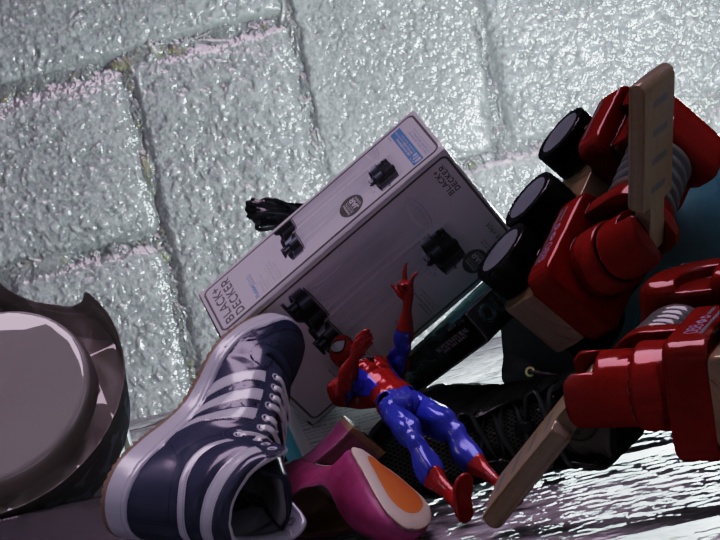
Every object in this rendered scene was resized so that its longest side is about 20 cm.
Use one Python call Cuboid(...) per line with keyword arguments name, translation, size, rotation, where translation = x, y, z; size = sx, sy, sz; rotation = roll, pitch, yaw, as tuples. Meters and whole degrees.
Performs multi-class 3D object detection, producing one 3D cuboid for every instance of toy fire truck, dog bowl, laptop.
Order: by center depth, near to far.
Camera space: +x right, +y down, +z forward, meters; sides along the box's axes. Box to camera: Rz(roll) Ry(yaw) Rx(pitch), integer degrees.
Cuboid(name="toy fire truck", translation=(0.165, 0.064, 0.986), size=(0.198, 0.130, 0.176), rotation=(-4, 13, 26))
Cuboid(name="toy fire truck", translation=(0.174, -0.063, 1.141), size=(0.200, 0.128, 0.177), rotation=(-35, 20, 52))
Cuboid(name="laptop", translation=(-0.174, 0.204, 1.160), size=(0.175, 0.104, 0.200), rotation=(-13, -26, 4))
Cuboid(name="dog bowl", translation=(-0.251, 0.099, 1.251), size=(0.198, 0.202, 0.059), rotation=(-13, -38, 4))

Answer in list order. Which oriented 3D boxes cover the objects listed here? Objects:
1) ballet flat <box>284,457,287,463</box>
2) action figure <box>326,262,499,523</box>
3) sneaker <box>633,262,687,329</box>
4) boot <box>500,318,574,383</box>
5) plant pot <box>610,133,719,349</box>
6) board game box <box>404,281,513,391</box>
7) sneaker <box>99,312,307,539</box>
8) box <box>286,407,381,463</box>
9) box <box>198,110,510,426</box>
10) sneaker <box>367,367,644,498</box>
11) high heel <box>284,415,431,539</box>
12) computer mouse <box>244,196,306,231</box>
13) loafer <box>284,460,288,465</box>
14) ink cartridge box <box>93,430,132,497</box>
Cuboid(name="ballet flat", translation=(-0.056, 0.118, 1.419), size=(0.199, 0.068, 0.069), rotation=(-27, -32, -45))
Cuboid(name="action figure", translation=(0.033, 0.068, 1.144), size=(0.065, 0.100, 0.200), rotation=(-11, 26, -28))
Cuboid(name="sneaker", translation=(0.237, 0.046, 1.150), size=(0.199, 0.121, 0.084), rotation=(-14, -42, -44))
Cuboid(name="boot", translation=(0.199, 0.043, 1.444), size=(0.198, 0.152, 0.073), rotation=(-13, 0, 11))
Cuboid(name="plant pot", translation=(0.249, 0.017, 1.321), size=(0.187, 0.202, 0.200), rotation=(-28, -5, 17))
Cuboid(name="board game box", translation=(0.103, 0.014, 1.280), size=(0.200, 0.028, 0.135), rotation=(-41, -1, -39))
Cuboid(name="sneaker", translation=(-0.062, 0.102, 1.111), size=(0.108, 0.071, 0.200), rotation=(6, 37, 33))
Cuboid(name="box", translation=(-0.027, 0.096, 1.331), size=(0.081, 0.050, 0.200), rotation=(-13, 34, -12))
Cuboid(name="box", translation=(0.000, 0.000, 1.245), size=(0.200, 0.117, 0.060), rotation=(-42, 39, 4))
Cuboid(name="sneaker", translation=(0.102, 0.104, 1.190), size=(0.197, 0.077, 0.114), rotation=(-8, -8, -12))
Cuboid(name="high heel", translation=(-0.017, 0.153, 1.104), size=(0.096, 0.067, 0.200), rotation=(-50, 19, 1))
Cuboid(name="computer mouse", translation=(-0.050, 0.011, 1.422), size=(0.109, 0.044, 0.201), rotation=(-7, -42, -21))
Cuboid(name="loafer", translation=(-0.009, 0.138, 1.399), size=(0.072, 0.064, 0.199), rotation=(-14, -1, 44))
Cuboid(name="ink cartridge box", translation=(-0.272, 0.157, 1.344), size=(0.198, 0.147, 0.088), rotation=(-13, 0, 2))
